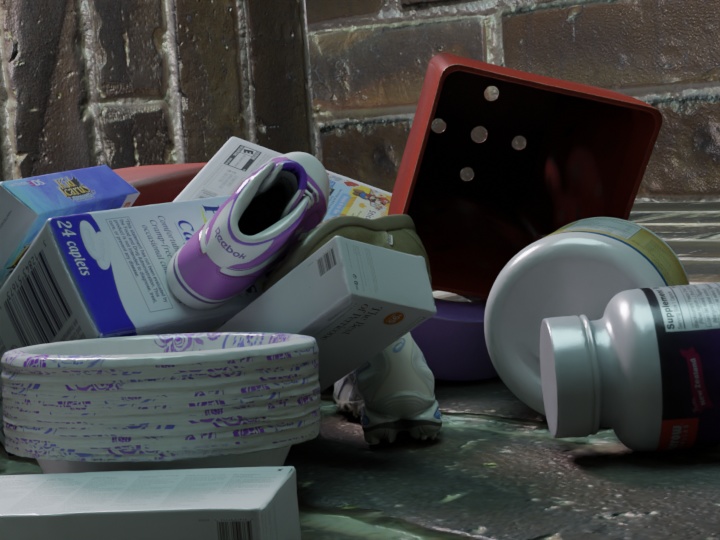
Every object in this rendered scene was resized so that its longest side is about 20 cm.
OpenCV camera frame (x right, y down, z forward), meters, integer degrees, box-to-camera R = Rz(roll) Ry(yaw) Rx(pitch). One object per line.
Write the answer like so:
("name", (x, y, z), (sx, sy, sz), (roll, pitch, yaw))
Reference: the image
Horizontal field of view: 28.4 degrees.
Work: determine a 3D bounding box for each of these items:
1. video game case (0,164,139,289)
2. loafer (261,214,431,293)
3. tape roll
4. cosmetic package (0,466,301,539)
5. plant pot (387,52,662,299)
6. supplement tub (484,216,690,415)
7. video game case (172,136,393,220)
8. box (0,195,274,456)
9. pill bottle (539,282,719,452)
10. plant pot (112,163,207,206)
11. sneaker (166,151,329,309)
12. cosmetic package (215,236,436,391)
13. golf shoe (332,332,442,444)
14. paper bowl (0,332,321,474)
("video game case", (-0.286, 0.001, 1.199), (0.045, 0.181, 0.200), (38, 15, 7))
("loafer", (0.000, 0.000, 1.122), (0.076, 0.067, 0.200), (-49, -17, 31))
("tape roll", (0.070, 0.021, 1.331), (0.200, 0.066, 0.200), (9, 28, -5))
("cosmetic package", (-0.138, 0.143, 0.775), (0.200, 0.051, 0.083), (-3, 9, 11))
("plant pot", (0.127, -0.099, 1.296), (0.199, 0.200, 0.176), (10, 22, -14))
("supplement tub", (0.188, 0.033, 1.139), (0.144, 0.145, 0.200), (-2, 6, 18))
("video game case", (-0.068, -0.050, 1.304), (0.182, 0.023, 0.200), (20, 29, 5))
("box", (-0.181, 0.041, 1.123), (0.200, 0.105, 0.184), (-11, -26, -44))
("pill bottle", (0.226, 0.065, 0.967), (0.199, 0.112, 0.111), (-5, 6, 1))
("plant pot", (-0.224, -0.011, 1.431), (0.200, 0.200, 0.176), (1, 1, 44))
("sneaker", (-0.056, -0.052, 1.079), (0.114, 0.073, 0.201), (-45, 5, 39))
("cosmetic package", (-0.043, 0.051, 1.030), (0.082, 0.051, 0.200), (10, -35, -40))
("golf shoe", (0.021, 0.072, 1.125), (0.078, 0.097, 0.200), (-7, 5, -11))
("paper bowl", (-0.125, 0.096, 0.904), (0.200, 0.105, 0.201), (-1, 1, 0))
